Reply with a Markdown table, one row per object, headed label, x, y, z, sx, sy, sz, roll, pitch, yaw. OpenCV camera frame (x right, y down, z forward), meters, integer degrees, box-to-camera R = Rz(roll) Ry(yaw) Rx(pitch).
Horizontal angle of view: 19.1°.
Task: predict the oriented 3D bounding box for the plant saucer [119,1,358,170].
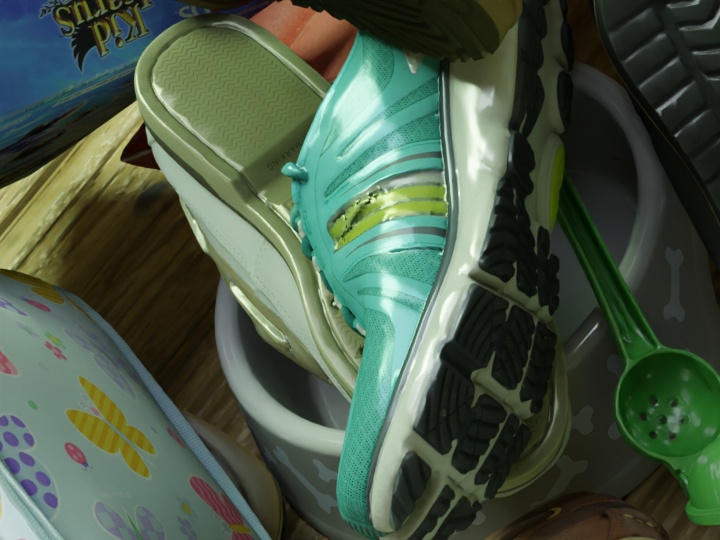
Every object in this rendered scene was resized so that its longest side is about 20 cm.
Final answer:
| label | x | y | z | sx | sy | sz | roll | pitch | yaw |
| --- | --- | --- | --- | --- | --- | --- | --- | --- | --- |
| plant saucer | 0.023 | -0.116 | 0.813 | 0.199 | 0.037 | 0.200 | -15 | 33 | 47 |

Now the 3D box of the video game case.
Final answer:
| label | x | y | z | sx | sy | sz | roll | pitch | yaw |
| --- | --- | --- | --- | --- | --- | --- | --- | --- | --- |
| video game case | -0.151 | -0.055 | 0.799 | 0.181 | 0.045 | 0.200 | -27 | 3 | 42 |

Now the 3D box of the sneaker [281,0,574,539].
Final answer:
| label | x | y | z | sx | sy | sz | roll | pitch | yaw |
| --- | --- | --- | --- | --- | --- | --- | --- | --- | --- |
| sneaker | 0.017 | -0.011 | 0.636 | 0.080 | 0.078 | 0.200 | -2 | 64 | 22 |

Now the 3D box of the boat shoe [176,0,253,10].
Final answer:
| label | x | y | z | sx | sy | sz | roll | pitch | yaw |
| --- | --- | --- | --- | --- | --- | --- | --- | --- | --- |
| boat shoe | -0.030 | -0.154 | 0.777 | 0.072 | 0.068 | 0.200 | 27 | 28 | 6 |

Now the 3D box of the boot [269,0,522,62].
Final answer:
| label | x | y | z | sx | sy | sz | roll | pitch | yaw |
| --- | --- | --- | --- | --- | --- | --- | --- | --- | --- |
| boot | 0.033 | -0.169 | 0.628 | 0.200 | 0.066 | 0.175 | -56 | 38 | -6 |

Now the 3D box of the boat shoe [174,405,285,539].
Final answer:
| label | x | y | z | sx | sy | sz | roll | pitch | yaw |
| --- | --- | --- | --- | --- | --- | --- | --- | --- | --- |
| boat shoe | -0.116 | 0.077 | 0.801 | 0.200 | 0.065 | 0.073 | 12 | 82 | 19 |

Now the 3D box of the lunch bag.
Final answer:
| label | x | y | z | sx | sy | sz | roll | pitch | yaw |
| --- | --- | --- | --- | --- | --- | --- | --- | --- | --- |
| lunch bag | -0.130 | 0.073 | 0.682 | 0.127 | 0.170 | 0.200 | -39 | 73 | 10 |

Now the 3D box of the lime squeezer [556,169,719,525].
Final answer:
| label | x | y | z | sx | sy | sz | roll | pitch | yaw |
| --- | --- | --- | --- | --- | --- | --- | --- | --- | --- |
| lime squeezer | 0.107 | 0.042 | 0.641 | 0.038 | 0.071 | 0.200 | -11 | 40 | -20 |

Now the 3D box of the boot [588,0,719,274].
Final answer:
| label | x | y | z | sx | sy | sz | roll | pitch | yaw |
| --- | --- | --- | --- | --- | --- | --- | --- | --- | --- |
| boot | 0.136 | -0.026 | 0.692 | 0.077 | 0.200 | 0.138 | -24 | 7 | 3 |

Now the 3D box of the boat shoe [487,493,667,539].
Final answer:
| label | x | y | z | sx | sy | sz | roll | pitch | yaw |
| --- | --- | --- | --- | --- | --- | --- | --- | --- | --- |
| boat shoe | 0.013 | 0.138 | 0.659 | 0.200 | 0.072 | 0.068 | -32 | 33 | -3 |

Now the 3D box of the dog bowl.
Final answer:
| label | x | y | z | sx | sy | sz | roll | pitch | yaw |
| --- | --- | --- | --- | --- | --- | --- | --- | --- | --- |
| dog bowl | 0.036 | 0.005 | 0.768 | 0.200 | 0.059 | 0.200 | -19 | 47 | 21 |

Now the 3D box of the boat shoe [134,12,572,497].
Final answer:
| label | x | y | z | sx | sy | sz | roll | pitch | yaw |
| --- | --- | --- | --- | --- | --- | --- | --- | --- | --- |
| boat shoe | 0.000 | 0.000 | 0.703 | 0.075 | 0.068 | 0.200 | -31 | 63 | -14 |
